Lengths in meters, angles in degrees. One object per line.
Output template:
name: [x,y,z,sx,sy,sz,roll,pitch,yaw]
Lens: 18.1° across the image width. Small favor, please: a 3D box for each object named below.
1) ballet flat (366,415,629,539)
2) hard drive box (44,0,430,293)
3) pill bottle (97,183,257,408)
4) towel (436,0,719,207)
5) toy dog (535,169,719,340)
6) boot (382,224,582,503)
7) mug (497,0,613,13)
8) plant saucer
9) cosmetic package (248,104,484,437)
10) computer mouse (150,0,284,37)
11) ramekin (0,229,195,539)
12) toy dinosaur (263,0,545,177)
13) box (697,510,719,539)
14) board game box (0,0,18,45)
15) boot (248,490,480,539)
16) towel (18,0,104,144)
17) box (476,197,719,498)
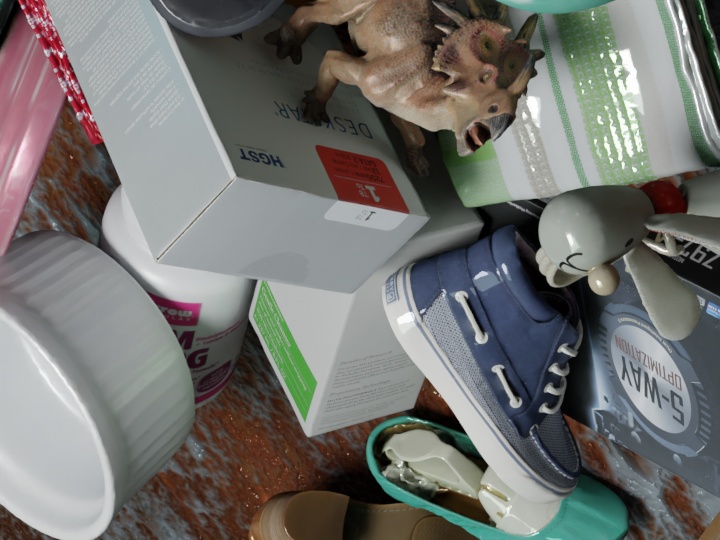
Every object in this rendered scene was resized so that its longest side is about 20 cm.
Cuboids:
ballet flat: [0.082,0.144,1.505,0.199,0.068,0.070,15,163,36]
hard drive box: [-0.072,-0.094,1.272,0.077,0.156,0.201,-43,57,30]
pill bottle: [-0.124,-0.001,1.530,0.113,0.113,0.200,34,142,13]
towel: [0.107,-0.113,1.236,0.199,0.031,0.150,-10,101,45]
toy dog: [0.194,-0.006,1.167,0.132,0.199,0.097,87,165,-69]
boot: [0.101,0.060,1.341,0.090,0.073,0.200,-23,129,23]
mug: [0.090,-0.217,1.096,0.152,0.114,0.186,-19,98,47]
plant saucer: [-0.212,-0.110,1.437,0.051,0.201,0.201,21,144,-9]
cosmetic package: [0.000,0.000,1.412,0.108,0.084,0.200,62,154,31]
computer mouse: [-0.043,-0.215,1.204,0.138,0.200,0.053,34,-171,-6]
ramekin: [-0.203,0.070,1.499,0.200,0.098,0.201,30,140,28]
toy dinosaur: [0.029,-0.137,1.227,0.135,0.086,0.201,-38,71,37]
box: [0.293,0.151,1.249,0.106,0.152,0.200,51,142,-8]
board game box: [-0.243,-0.152,1.459,0.028,0.136,0.200,22,153,-8]
boot: [0.017,0.204,1.634,0.199,0.074,0.155,22,164,-8]
towel: [-0.147,-0.191,1.343,0.022,0.145,0.201,6,130,47]
box: [0.159,0.031,1.351,0.199,0.044,0.161,28,140,21]
